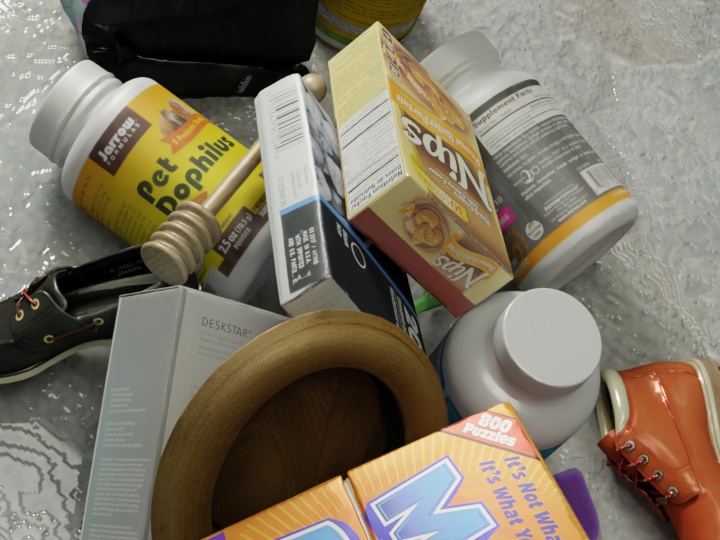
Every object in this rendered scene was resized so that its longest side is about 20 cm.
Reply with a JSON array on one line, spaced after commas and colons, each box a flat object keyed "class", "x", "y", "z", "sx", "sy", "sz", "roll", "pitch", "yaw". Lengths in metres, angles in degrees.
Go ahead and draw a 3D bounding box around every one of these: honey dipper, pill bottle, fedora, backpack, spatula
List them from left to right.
[{"class": "pill bottle", "x": -0.143, "y": -0.066, "z": 1.013, "sx": 0.199, "sy": 0.109, "sz": 0.110, "roll": 36, "pitch": 59, "yaw": 3}, {"class": "backpack", "x": -0.136, "y": -0.221, "z": 1.081, "sx": 0.198, "sy": 0.168, "sz": 0.127, "roll": -13, "pitch": 48, "yaw": -19}, {"class": "honey dipper", "x": -0.081, "y": -0.070, "z": 0.954, "sx": 0.038, "sy": 0.038, "sz": 0.200, "roll": 35, "pitch": 57, "yaw": 3}, {"class": "fedora", "x": -0.044, "y": 0.105, "z": 0.804, "sx": 0.199, "sy": 0.202, "sz": 0.082, "roll": -15, "pitch": 30, "yaw": -23}, {"class": "pill bottle", "x": 0.021, "y": -0.277, "z": 1.117, "sx": 0.110, "sy": 0.200, "sz": 0.112, "roll": 7, "pitch": 62, "yaw": -13}, {"class": "pill bottle", "x": 0.097, "y": 0.086, "z": 0.957, "sx": 0.110, "sy": 0.200, "sz": 0.112, "roll": 7, "pitch": 63, "yaw": -14}, {"class": "spatula", "x": 0.102, "y": 0.191, "z": 0.988, "sx": 0.199, "sy": 0.021, "sz": 0.057, "roll": -13, "pitch": 75, "yaw": -34}, {"class": "pill bottle", "x": 0.121, "y": -0.087, "z": 1.103, "sx": 0.116, "sy": 0.117, "sz": 0.201, "roll": -30, "pitch": 75, "yaw": -28}]

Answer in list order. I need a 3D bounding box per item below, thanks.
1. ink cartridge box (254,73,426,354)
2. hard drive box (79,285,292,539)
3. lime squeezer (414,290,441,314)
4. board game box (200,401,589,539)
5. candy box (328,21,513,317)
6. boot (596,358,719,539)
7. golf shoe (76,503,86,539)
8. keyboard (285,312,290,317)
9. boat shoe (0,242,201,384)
[{"class": "ink cartridge box", "x": 0.000, "y": 0.000, "z": 0.927, "sx": 0.043, "sy": 0.200, "sz": 0.199, "roll": -24, "pitch": 45, "yaw": 13}, {"class": "hard drive box", "x": -0.089, "y": 0.127, "z": 0.887, "sx": 0.155, "sy": 0.076, "sz": 0.202, "roll": 20, "pitch": 72, "yaw": -39}, {"class": "lime squeezer", "x": 0.087, "y": 0.044, "z": 1.071, "sx": 0.198, "sy": 0.038, "sz": 0.071, "roll": 13, "pitch": 61, "yaw": -12}, {"class": "board game box", "x": 0.045, "y": 0.238, "z": 0.734, "sx": 0.198, "sy": 0.201, "sz": 0.201, "roll": -24, "pitch": 45, "yaw": -5}, {"class": "candy box", "x": 0.038, "y": -0.075, "z": 0.956, "sx": 0.115, "sy": 0.055, "sz": 0.201, "roll": 41, "pitch": 24, "yaw": -31}, {"class": "boot", "x": 0.233, "y": 0.160, "z": 1.042, "sx": 0.106, "sy": 0.075, "sz": 0.202, "roll": 3, "pitch": 55, "yaw": -12}, {"class": "golf shoe", "x": -0.129, "y": 0.136, "z": 0.936, "sx": 0.091, "sy": 0.073, "sz": 0.201, "roll": 25, "pitch": 60, "yaw": -3}, {"class": "keyboard", "x": -0.022, "y": -0.013, "z": 1.056, "sx": 0.011, "sy": 0.056, "sz": 0.201, "roll": 38, "pitch": 55, "yaw": -31}, {"class": "boat shoe", "x": -0.209, "y": 0.027, "z": 0.948, "sx": 0.199, "sy": 0.064, "sz": 0.074, "roll": -13, "pitch": 39, "yaw": -4}]
